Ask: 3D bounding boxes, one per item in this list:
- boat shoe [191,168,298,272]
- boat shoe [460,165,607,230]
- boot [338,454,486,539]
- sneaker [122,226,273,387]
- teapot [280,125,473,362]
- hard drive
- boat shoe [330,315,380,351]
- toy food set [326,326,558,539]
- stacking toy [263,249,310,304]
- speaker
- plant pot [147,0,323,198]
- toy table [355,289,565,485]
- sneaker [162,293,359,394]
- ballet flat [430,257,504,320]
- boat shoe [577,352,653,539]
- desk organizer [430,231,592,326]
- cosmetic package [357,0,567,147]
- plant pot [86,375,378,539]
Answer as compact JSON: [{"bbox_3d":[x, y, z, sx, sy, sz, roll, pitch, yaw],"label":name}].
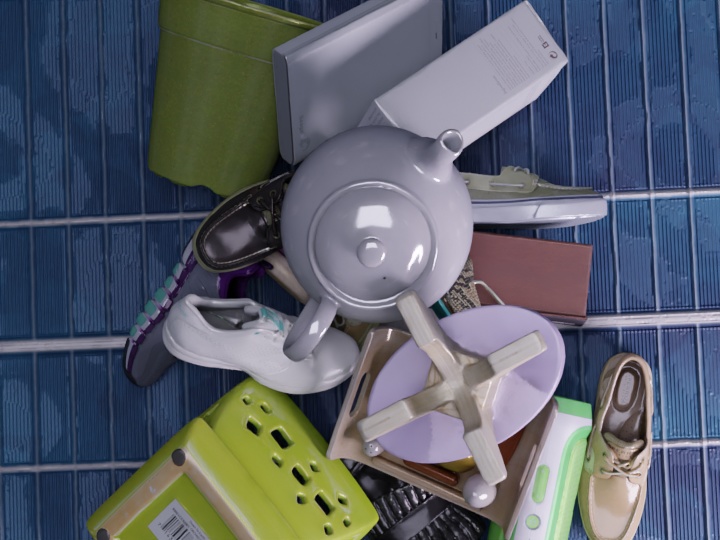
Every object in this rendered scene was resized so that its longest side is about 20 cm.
[{"bbox_3d":[-0.074,-0.064,1.642,0.199,0.065,0.074,-32,93,-15],"label":"boat shoe"},{"bbox_3d":[0.153,-0.076,1.715,0.198,0.072,0.063,-1,84,5],"label":"boat shoe"},{"bbox_3d":[0.076,0.204,1.693,0.158,0.079,0.211,43,100,12],"label":"boot"},{"bbox_3d":[-0.168,0.050,1.697,0.087,0.074,0.201,39,109,24],"label":"sneaker"},{"bbox_3d":[0.011,-0.030,1.540,0.195,0.146,0.202,-8,107,6],"label":"teapot"},{"bbox_3d":[0.001,-0.203,1.668,0.199,0.133,0.026,-31,50,-28],"label":"hard drive"},{"bbox_3d":[0.001,0.001,1.682,0.063,0.074,0.202,13,125,-21],"label":"boat shoe"},{"bbox_3d":[0.077,0.155,1.609,0.198,0.060,0.145,22,106,13],"label":"toy food set"},{"bbox_3d":[-0.018,-0.064,1.722,0.085,0.085,0.200,41,85,5],"label":"stacking toy"},{"bbox_3d":[0.177,0.225,1.684,0.087,0.088,0.202,12,87,4],"label":"speaker"},{"bbox_3d":[-0.136,-0.178,1.694,0.198,0.200,0.192,18,99,4],"label":"plant pot"},{"bbox_3d":[0.088,0.106,1.525,0.200,0.117,0.184,-40,80,10],"label":"toy table"},{"bbox_3d":[-0.089,0.064,1.629,0.198,0.089,0.076,10,57,-15],"label":"sneaker"},{"bbox_3d":[0.130,0.078,1.649,0.075,0.068,0.202,-26,94,-14],"label":"ballet flat"},{"bbox_3d":[0.259,0.183,1.693,0.070,0.065,0.202,4,86,4],"label":"boat shoe"},{"bbox_3d":[0.135,0.005,1.711,0.198,0.072,0.078,7,84,4],"label":"desk organizer"},{"bbox_3d":[0.098,-0.171,1.676,0.199,0.113,0.081,-33,84,-21],"label":"cosmetic package"},{"bbox_3d":[-0.133,0.244,1.627,0.199,0.181,0.200,-43,82,21],"label":"plant pot"}]
